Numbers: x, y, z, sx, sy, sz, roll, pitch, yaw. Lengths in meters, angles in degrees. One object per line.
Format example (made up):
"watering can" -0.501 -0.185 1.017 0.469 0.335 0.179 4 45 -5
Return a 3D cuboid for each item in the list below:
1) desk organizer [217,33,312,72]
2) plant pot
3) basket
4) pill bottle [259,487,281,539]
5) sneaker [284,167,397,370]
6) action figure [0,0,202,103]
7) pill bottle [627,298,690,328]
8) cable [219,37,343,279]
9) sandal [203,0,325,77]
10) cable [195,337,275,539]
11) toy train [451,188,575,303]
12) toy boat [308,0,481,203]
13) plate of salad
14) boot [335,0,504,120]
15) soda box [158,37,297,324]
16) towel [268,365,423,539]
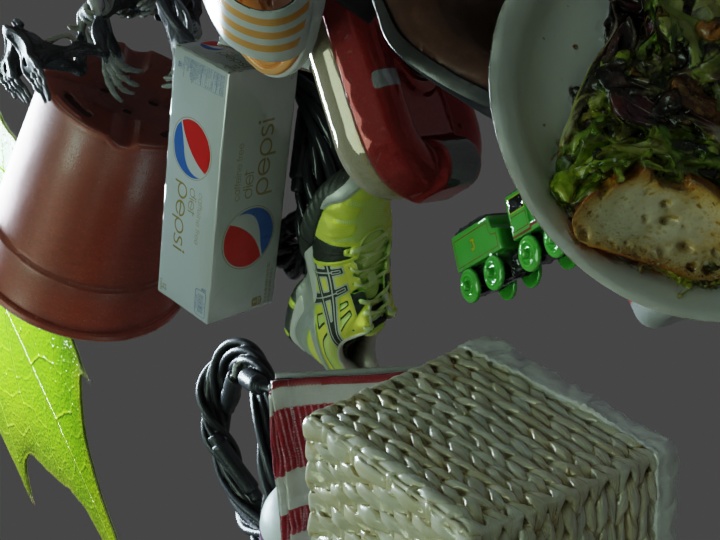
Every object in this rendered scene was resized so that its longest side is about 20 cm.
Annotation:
"desk organizer" -0.031 -0.242 1.024 0.071 0.077 0.201 18 105 17
"plant pot" -0.222 -0.078 1.315 0.201 0.200 0.196 52 135 33
"basket" 0.076 0.177 0.958 0.200 0.160 0.199 30 128 52
"pill bottle" -0.024 0.227 1.186 0.112 0.112 0.201 37 133 45
"sneaker" 0.000 0.000 1.101 0.076 0.075 0.201 43 146 26
"action figure" -0.184 -0.185 1.199 0.119 0.199 0.103 -7 109 58
"pill bottle" 0.153 -0.081 0.767 0.109 0.108 0.201 -40 69 57
"cable" -0.069 -0.091 1.168 0.163 0.051 0.201 47 138 38
"sandal" -0.059 -0.178 0.842 0.079 0.059 0.207 39 147 12
"cable" -0.100 0.164 1.342 0.163 0.051 0.201 29 127 51
"toy train" 0.116 -0.030 0.920 0.200 0.042 0.057 -34 64 58
"toy boat" 0.043 -0.148 0.934 0.130 0.130 0.201 -18 88 29
"plate of salad" 0.154 -0.078 0.679 0.048 0.199 0.201 136 115 -70
"boot" 0.082 -0.184 0.739 0.200 0.068 0.188 -52 56 10
"soda box" -0.099 -0.066 1.116 0.064 0.068 0.201 31 125 37
"towel" 0.011 0.166 1.090 0.023 0.143 0.201 -90 -4 -72
